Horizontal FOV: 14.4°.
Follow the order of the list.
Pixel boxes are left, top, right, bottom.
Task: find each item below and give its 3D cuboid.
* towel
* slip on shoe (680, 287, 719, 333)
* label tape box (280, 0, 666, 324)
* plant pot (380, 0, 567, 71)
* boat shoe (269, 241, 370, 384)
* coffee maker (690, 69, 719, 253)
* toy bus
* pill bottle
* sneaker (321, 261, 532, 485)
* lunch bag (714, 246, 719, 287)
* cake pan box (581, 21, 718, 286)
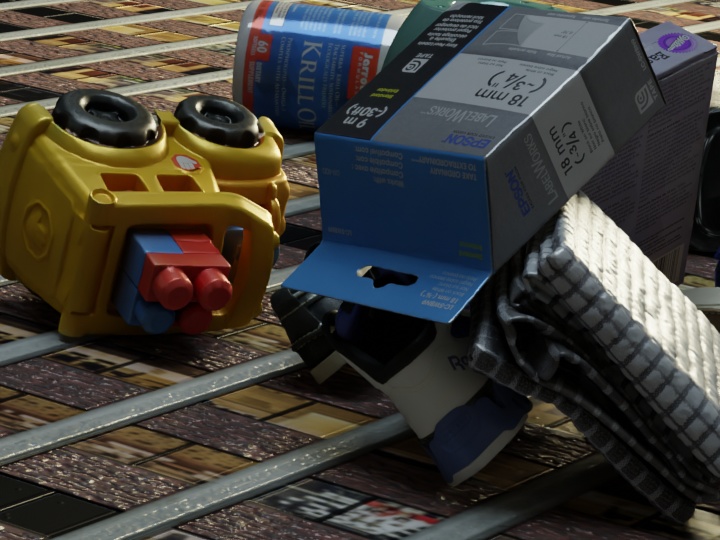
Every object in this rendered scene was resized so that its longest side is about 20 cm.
[{"bbox_3d":[0.138,0.046,1.601,0.166,0.086,0.200,45,14,-10],"label":"towel"},{"bbox_3d":[0.251,0.057,1.785,0.199,0.076,0.061,2,56,23],"label":"slip on shoe"},{"bbox_3d":[0.053,-0.066,1.588,0.144,0.064,0.200,11,46,47],"label":"label tape box"},{"bbox_3d":[0.101,-0.134,2.288,0.199,0.162,0.201,4,13,-1],"label":"plant pot"},{"bbox_3d":[0.000,0.000,1.808,0.068,0.072,0.200,45,30,-1],"label":"boat shoe"},{"bbox_3d":[0.284,-0.082,2.273,0.191,0.136,0.200,-18,12,4],"label":"coffee maker"},{"bbox_3d":[-0.118,-0.020,1.843,0.199,0.136,0.192,0,28,-32],"label":"toy bus"},{"bbox_3d":[-0.007,-0.175,2.514,0.199,0.113,0.112,6,14,9],"label":"pill bottle"},{"bbox_3d":[0.040,0.037,1.632,0.115,0.080,0.199,49,9,-10],"label":"sneaker"},{"bbox_3d":[0.350,0.005,1.918,0.169,0.125,0.200,1,0,-16],"label":"lunch bag"},{"bbox_3d":[0.138,-0.043,1.775,0.199,0.185,0.052,-27,48,-33],"label":"cake pan box"}]
